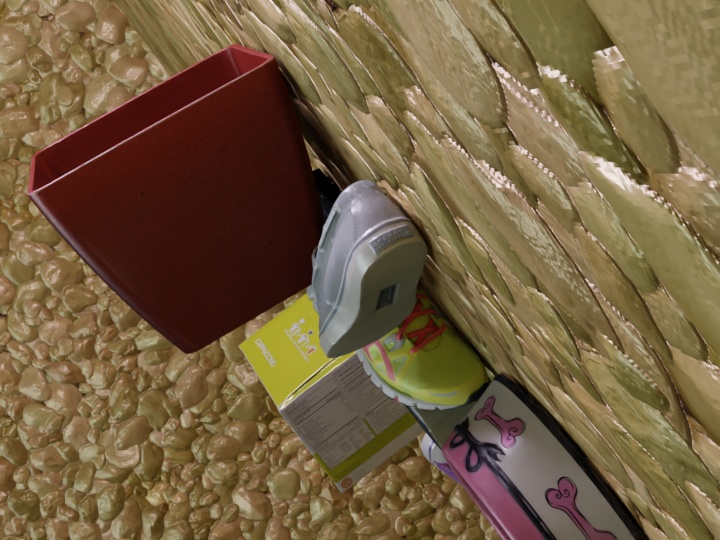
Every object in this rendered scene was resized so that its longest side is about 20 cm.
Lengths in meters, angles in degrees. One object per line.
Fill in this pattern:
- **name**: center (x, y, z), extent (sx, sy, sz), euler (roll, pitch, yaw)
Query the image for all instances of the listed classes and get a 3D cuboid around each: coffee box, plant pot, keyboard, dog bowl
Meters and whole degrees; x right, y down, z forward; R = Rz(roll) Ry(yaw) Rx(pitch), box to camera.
- **coffee box**: center (-0.028, 0.158, 1.608), extent (0.198, 0.200, 0.200), euler (56, 175, -33)
- **plant pot**: center (-0.132, -0.053, 0.880), extent (0.176, 0.200, 0.200), euler (62, 173, -20)
- **keyboard**: center (-0.037, -0.072, 1.062), extent (0.127, 0.021, 0.200), euler (48, 175, 2)
- **dog bowl**: center (0.137, 0.179, 0.809), extent (0.200, 0.074, 0.200), euler (53, 177, 5)

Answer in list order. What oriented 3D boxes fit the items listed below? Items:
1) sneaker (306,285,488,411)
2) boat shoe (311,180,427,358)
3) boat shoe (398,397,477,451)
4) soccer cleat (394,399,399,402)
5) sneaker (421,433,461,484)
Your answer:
- **sneaker**: center (0.025, 0.035, 0.891), extent (0.200, 0.078, 0.090), euler (39, 147, 28)
- **boat shoe**: center (-0.001, 0.000, 0.790), extent (0.072, 0.070, 0.201), euler (62, 161, 20)
- **boat shoe**: center (0.066, 0.095, 0.958), extent (0.200, 0.071, 0.063), euler (55, -171, 19)
- **soccer cleat**: center (0.053, 0.115, 1.326), extent (0.077, 0.067, 0.200), euler (58, 179, 6)
- **sneaker**: center (0.148, 0.226, 1.174), extent (0.114, 0.073, 0.200), euler (45, -179, 43)
